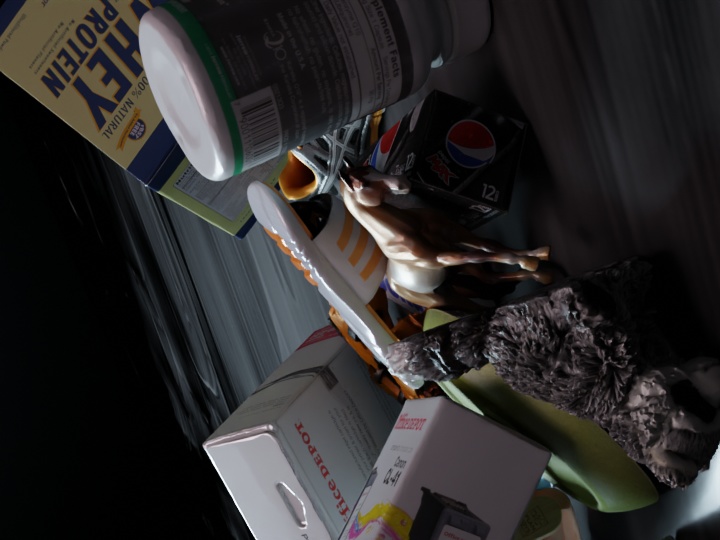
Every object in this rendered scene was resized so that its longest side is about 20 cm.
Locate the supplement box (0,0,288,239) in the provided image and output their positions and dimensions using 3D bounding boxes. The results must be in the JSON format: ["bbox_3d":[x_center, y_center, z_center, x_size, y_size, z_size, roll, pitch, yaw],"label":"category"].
[{"bbox_3d":[-0.162,-0.151,1.320,0.200,0.134,0.200,37,-179,20],"label":"supplement box"}]

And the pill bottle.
[{"bbox_3d":[-0.027,-0.144,1.020,0.113,0.199,0.113,54,160,30],"label":"pill bottle"}]

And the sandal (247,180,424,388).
[{"bbox_3d":[-0.003,-0.003,1.135,0.207,0.059,0.079,51,173,-34],"label":"sandal"}]

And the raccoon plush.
[{"bbox_3d":[0.126,0.076,0.981,0.200,0.097,0.134,-20,90,42],"label":"raccoon plush"}]

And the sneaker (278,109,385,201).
[{"bbox_3d":[-0.029,-0.125,1.269,0.078,0.077,0.200,53,158,39],"label":"sneaker"}]

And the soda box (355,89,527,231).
[{"bbox_3d":[0.044,-0.061,1.117,0.200,0.071,0.064,149,138,-73],"label":"soda box"}]

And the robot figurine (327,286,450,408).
[{"bbox_3d":[0.034,0.062,1.302,0.145,0.058,0.200,42,171,22],"label":"robot figurine"}]

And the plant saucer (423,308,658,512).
[{"bbox_3d":[0.112,0.102,1.105,0.200,0.031,0.200,40,171,8],"label":"plant saucer"}]

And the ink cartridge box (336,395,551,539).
[{"bbox_3d":[0.032,0.188,1.063,0.085,0.201,0.148,26,172,-5],"label":"ink cartridge box"}]

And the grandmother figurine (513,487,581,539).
[{"bbox_3d":[0.149,0.222,1.198,0.200,0.060,0.121,58,-173,-47],"label":"grandmother figurine"}]

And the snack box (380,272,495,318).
[{"bbox_3d":[0.052,0.006,1.300,0.200,0.024,0.072,30,145,62],"label":"snack box"}]

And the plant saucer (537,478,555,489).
[{"bbox_3d":[0.115,0.150,1.330,0.070,0.019,0.200,63,164,5],"label":"plant saucer"}]

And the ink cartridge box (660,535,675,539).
[{"bbox_3d":[0.145,0.276,1.096,0.068,0.199,0.115,50,158,40],"label":"ink cartridge box"}]

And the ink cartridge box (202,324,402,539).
[{"bbox_3d":[-0.025,0.149,1.400,0.085,0.200,0.146,-19,106,35],"label":"ink cartridge box"}]

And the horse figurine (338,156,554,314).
[{"bbox_3d":[0.059,-0.007,1.068,0.132,0.050,0.200,13,167,13],"label":"horse figurine"}]
